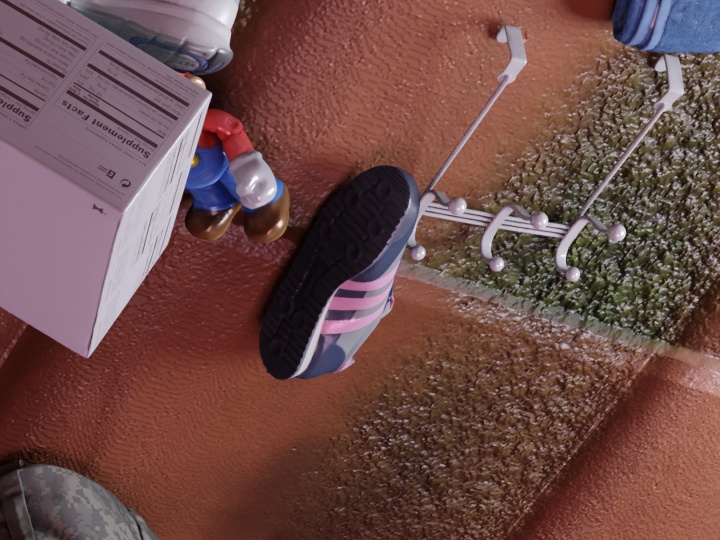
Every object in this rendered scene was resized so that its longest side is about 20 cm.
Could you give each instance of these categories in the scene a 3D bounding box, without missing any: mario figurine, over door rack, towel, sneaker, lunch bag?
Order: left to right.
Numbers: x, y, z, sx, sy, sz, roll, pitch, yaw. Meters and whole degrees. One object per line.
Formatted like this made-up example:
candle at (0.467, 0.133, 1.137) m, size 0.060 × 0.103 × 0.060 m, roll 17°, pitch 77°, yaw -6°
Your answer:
lunch bag at (-0.221, 0.260, 1.944) m, size 0.139 × 0.200 × 0.168 m, roll -26°, pitch 138°, yaw 4°
sneaker at (-0.170, -0.195, 1.625) m, size 0.199 × 0.087 × 0.075 m, roll 19°, pitch 165°, yaw -11°
mario figurine at (-0.133, -0.078, 1.719) m, size 0.123 × 0.106 × 0.200 m, roll -28°, pitch 135°, yaw 12°
sneaker at (0.000, 0.000, 1.871) m, size 0.082 × 0.070 × 0.200 m, roll 1°, pitch 136°, yaw -43°
over door rack at (0.134, -0.074, 1.832) m, size 0.147 × 0.067 × 0.200 m, roll 8°, pitch 129°, yaw -25°
towel at (0.282, -0.201, 1.773) m, size 0.199 × 0.049 × 0.112 m, roll -3°, pitch 133°, yaw -15°

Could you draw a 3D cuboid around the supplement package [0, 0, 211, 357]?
supplement package at (-0.202, -0.064, 1.618) m, size 0.155 × 0.111 × 0.200 m, roll 31°, pitch 149°, yaw 4°
